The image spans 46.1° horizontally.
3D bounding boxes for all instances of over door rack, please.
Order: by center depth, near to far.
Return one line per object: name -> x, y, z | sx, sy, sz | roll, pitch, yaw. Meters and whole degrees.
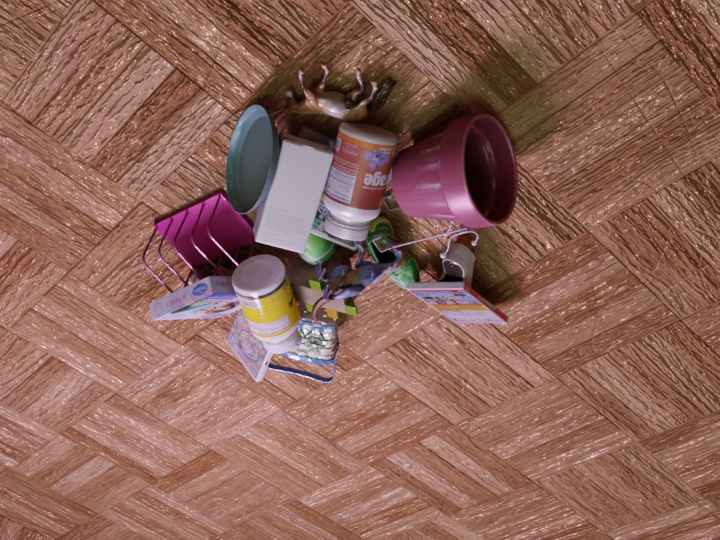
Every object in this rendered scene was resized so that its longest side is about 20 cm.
over door rack -> 0.134, -0.091, 1.635 | 0.197, 0.149, 0.067 | -4, 129, 14

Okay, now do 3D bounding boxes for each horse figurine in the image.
horse figurine -> -0.039, -0.311, 1.509 | 0.197, 0.050, 0.133 | 6, 148, -4

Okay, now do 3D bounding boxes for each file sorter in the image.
file sorter -> -0.338, -0.048, 1.782 | 0.198, 0.126, 0.139 | -21, 128, 28

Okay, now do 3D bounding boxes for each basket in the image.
basket -> -0.133, 0.163, 1.947 | 0.174, 0.140, 0.202 | 12, 128, -1

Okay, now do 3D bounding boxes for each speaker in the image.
speaker -> -0.124, -0.106, 1.712 | 0.088, 0.089, 0.201 | -14, 131, 23

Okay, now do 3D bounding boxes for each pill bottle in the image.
pill bottle -> -0.005, -0.164, 1.561 | 0.111, 0.112, 0.202 | 13, 110, -3
pill bottle -> -0.187, 0.075, 1.741 | 0.110, 0.112, 0.201 | -2, 133, 12

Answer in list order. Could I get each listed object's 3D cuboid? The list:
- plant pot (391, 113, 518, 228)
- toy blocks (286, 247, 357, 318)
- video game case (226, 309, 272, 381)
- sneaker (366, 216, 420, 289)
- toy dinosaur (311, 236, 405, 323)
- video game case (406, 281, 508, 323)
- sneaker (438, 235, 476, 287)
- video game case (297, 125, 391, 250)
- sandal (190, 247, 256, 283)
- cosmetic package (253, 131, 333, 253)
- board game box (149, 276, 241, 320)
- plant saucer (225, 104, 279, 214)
plant pot -> 0.162, -0.170, 1.530 | 0.177, 0.201, 0.200 | -6, 136, 38
toy blocks -> -0.068, 0.009, 1.787 | 0.198, 0.137, 0.101 | 13, 139, 24
video game case -> -0.235, 0.131, 1.915 | 0.018, 0.143, 0.201 | -6, 131, -43
sneaker -> 0.060, -0.021, 1.763 | 0.073, 0.084, 0.201 | -17, 130, 25
toy dinosaur -> 0.000, 0.000, 1.677 | 0.180, 0.106, 0.200 | -11, 155, -30
video game case -> 0.209, 0.070, 1.804 | 0.142, 0.018, 0.199 | -1, 156, 39
sneaker -> 0.213, -0.006, 1.765 | 0.072, 0.085, 0.200 | 26, 160, 12
video game case -> -0.058, -0.155, 1.628 | 0.198, 0.022, 0.184 | 22, 106, -18
sandal -> -0.303, 0.009, 1.883 | 0.198, 0.054, 0.081 | -19, 126, 29
cosmetic package -> -0.127, -0.143, 1.570 | 0.101, 0.074, 0.202 | 14, 107, -16
board game box -> -0.313, 0.060, 1.819 | 0.198, 0.042, 0.199 | -22, 166, 36
plant saucer -> -0.197, -0.203, 1.563 | 0.027, 0.202, 0.200 | 7, 142, -32
